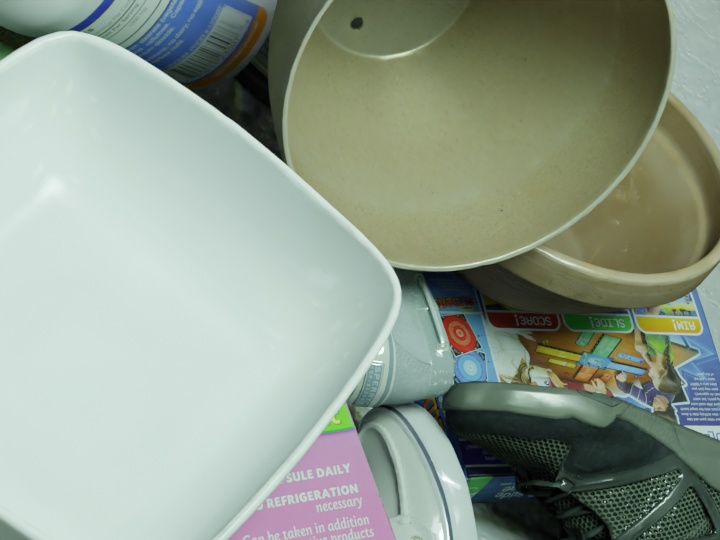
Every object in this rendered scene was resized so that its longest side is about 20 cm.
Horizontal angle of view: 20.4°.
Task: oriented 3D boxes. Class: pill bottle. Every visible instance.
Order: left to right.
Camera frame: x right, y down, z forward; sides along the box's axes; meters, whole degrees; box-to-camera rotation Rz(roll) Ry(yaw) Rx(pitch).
[{"bbox_3d":[-0.142,-0.170,1.058,0.200,0.112,0.112,16,49,-54],"label":"pill bottle"}]

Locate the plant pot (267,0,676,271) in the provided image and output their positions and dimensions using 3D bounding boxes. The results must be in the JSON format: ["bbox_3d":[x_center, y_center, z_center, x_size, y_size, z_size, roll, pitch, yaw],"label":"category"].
[{"bbox_3d":[0.038,-0.119,0.994,0.200,0.200,0.134,8,30,-26],"label":"plant pot"}]

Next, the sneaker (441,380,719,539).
[{"bbox_3d":[0.122,0.126,1.062,0.199,0.076,0.114,24,74,-32],"label":"sneaker"}]

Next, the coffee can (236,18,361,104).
[{"bbox_3d":[0.015,-0.195,1.153,0.146,0.200,0.146,15,55,-22],"label":"coffee can"}]

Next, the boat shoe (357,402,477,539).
[{"bbox_3d":[0.016,0.160,1.016,0.066,0.072,0.200,6,66,-33],"label":"boat shoe"}]

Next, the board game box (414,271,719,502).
[{"bbox_3d":[0.123,0.065,1.158,0.200,0.034,0.135,3,59,-28],"label":"board game box"}]

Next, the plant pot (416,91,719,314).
[{"bbox_3d":[0.107,-0.041,1.139,0.201,0.093,0.201,15,44,-15],"label":"plant pot"}]

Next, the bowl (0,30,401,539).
[{"bbox_3d":[-0.110,0.023,0.798,0.200,0.075,0.200,39,56,3],"label":"bowl"}]

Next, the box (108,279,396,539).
[{"bbox_3d":[-0.073,0.130,0.908,0.097,0.176,0.200,-7,64,-33],"label":"box"}]

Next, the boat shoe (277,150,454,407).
[{"bbox_3d":[0.000,0.000,1.084,0.071,0.070,0.201,6,39,-24],"label":"boat shoe"}]

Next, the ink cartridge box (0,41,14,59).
[{"bbox_3d":[-0.138,-0.044,1.009,0.200,0.059,0.104,32,72,9],"label":"ink cartridge box"}]

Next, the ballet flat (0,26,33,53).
[{"bbox_3d":[-0.249,-0.148,1.056,0.200,0.071,0.071,10,56,-25],"label":"ballet flat"}]
